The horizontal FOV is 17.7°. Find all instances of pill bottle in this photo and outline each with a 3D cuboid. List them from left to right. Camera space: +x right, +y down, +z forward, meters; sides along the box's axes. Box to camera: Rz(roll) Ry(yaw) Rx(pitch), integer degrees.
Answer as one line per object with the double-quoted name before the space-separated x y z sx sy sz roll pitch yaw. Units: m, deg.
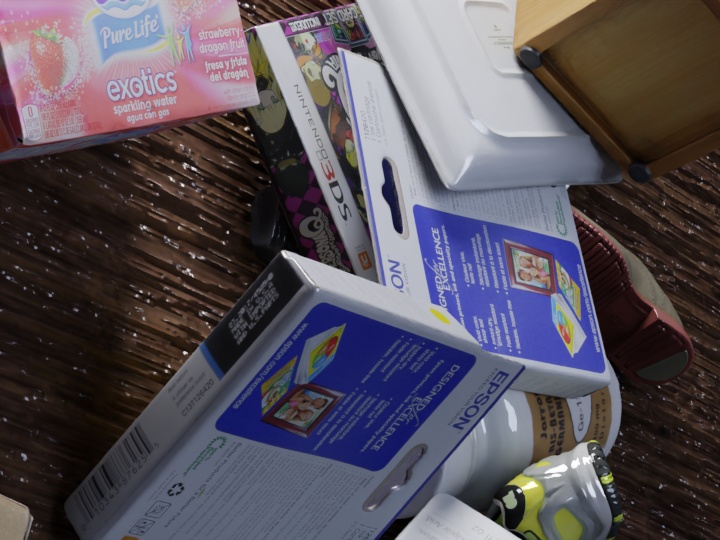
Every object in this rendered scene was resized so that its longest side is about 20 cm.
"pill bottle" 0.074 0.099 1.508 0.200 0.114 0.115 -10 90 -53

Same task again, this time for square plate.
"square plate" 0.081 -0.145 1.503 0.200 0.028 0.198 -5 66 -51

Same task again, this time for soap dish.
"soap dish" 0.202 -0.145 1.464 0.157 0.200 0.081 46 54 -13

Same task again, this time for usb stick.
"usb stick" 0.000 0.000 1.504 0.200 0.033 0.056 29 63 -46

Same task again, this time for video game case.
"video game case" 0.004 -0.081 1.492 0.200 0.036 0.181 -22 91 -59

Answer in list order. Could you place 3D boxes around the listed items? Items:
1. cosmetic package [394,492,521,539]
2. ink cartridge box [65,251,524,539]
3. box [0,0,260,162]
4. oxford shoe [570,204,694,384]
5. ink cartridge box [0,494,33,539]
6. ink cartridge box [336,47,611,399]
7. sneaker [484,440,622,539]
"cosmetic package" 0.026 0.236 1.363 0.200 0.102 0.074 -46 155 -33
"ink cartridge box" -0.033 0.092 1.306 0.200 0.198 0.047 21 24 -51
"box" -0.160 -0.115 1.262 0.200 0.103 0.095 -16 94 -52
"oxford shoe" 0.172 0.004 1.721 0.200 0.070 0.075 48 20 -33
"ink cartridge box" -0.253 0.178 1.086 0.165 0.075 0.200 38 52 -43
"ink cartridge box" 0.061 -0.025 1.452 0.200 0.047 0.198 12 58 -40
"sneaker" 0.110 0.168 1.473 0.200 0.076 0.075 95 -20 -58
